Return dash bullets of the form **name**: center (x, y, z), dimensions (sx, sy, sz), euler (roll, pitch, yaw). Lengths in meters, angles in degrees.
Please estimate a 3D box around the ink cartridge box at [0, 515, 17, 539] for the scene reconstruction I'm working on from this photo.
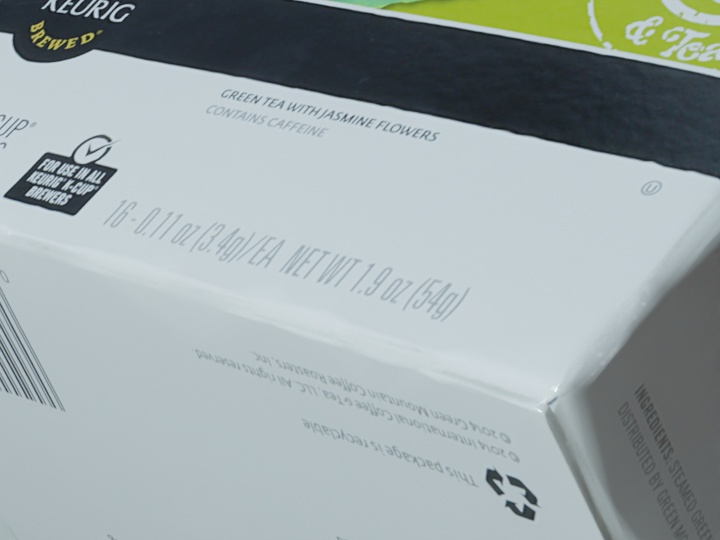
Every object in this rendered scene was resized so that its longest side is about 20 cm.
- **ink cartridge box**: center (-0.099, 0.073, 0.872), dimensions (0.146, 0.083, 0.201), euler (-15, 53, 61)

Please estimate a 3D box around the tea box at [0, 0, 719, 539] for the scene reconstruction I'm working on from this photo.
- **tea box**: center (0.042, -0.015, 0.573), dimensions (0.199, 0.134, 0.197), euler (14, 51, 43)
